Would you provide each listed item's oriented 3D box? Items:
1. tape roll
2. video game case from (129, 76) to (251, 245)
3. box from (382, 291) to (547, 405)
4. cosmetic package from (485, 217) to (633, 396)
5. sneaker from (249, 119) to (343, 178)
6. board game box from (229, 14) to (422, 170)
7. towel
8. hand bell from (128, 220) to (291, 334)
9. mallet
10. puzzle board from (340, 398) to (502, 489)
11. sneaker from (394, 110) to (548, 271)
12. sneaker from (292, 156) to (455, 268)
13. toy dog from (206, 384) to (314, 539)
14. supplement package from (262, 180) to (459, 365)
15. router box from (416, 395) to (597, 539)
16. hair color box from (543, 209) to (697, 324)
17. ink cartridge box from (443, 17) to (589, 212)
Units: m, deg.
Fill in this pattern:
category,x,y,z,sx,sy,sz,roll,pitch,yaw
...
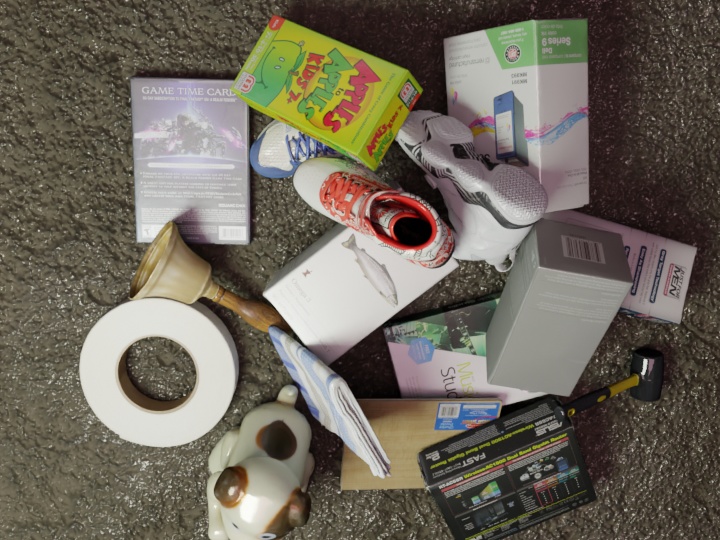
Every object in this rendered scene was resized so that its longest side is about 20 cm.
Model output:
category,x,y,z,sx,sy,sz,roll,pitch,yaw
tape roll,-0.258,0.129,0.934,0.202,0.037,0.204,0,102,-2
video game case,-0.206,-0.132,0.886,0.142,0.019,0.201,1,102,-2
box,0.141,0.112,0.938,0.199,0.036,0.145,-16,102,1
cosmetic package,0.217,0.048,0.822,0.106,0.090,0.200,10,136,-4
sneaker,-0.041,-0.163,0.848,0.199,0.088,0.076,-21,104,5
board game box,-0.042,-0.200,0.797,0.200,0.048,0.102,32,90,30
towel,-0.042,0.150,0.851,0.024,0.200,0.147,-34,117,-17
hand bell,-0.169,0.032,0.892,0.200,0.104,0.104,30,101,-24
mallet,0.312,0.160,0.904,0.199,0.041,0.066,-21,112,-32
puzzle board,0.076,0.225,0.945,0.199,0.017,0.151,1,119,-8
sneaker,0.105,-0.084,0.787,0.200,0.075,0.115,41,144,26
sneaker,0.005,-0.071,0.745,0.201,0.108,0.067,32,91,14
toy dog,-0.110,0.255,0.880,0.139,0.200,0.194,31,100,-8
supplement package,0.000,0.000,0.868,0.200,0.117,0.117,-38,98,6
router box,0.191,0.267,0.937,0.199,0.062,0.150,-24,122,3
hair color box,0.298,-0.007,0.891,0.199,0.061,0.100,16,85,-4
ink cartridge box,0.175,-0.169,0.813,0.087,0.145,0.201,-14,106,-31
